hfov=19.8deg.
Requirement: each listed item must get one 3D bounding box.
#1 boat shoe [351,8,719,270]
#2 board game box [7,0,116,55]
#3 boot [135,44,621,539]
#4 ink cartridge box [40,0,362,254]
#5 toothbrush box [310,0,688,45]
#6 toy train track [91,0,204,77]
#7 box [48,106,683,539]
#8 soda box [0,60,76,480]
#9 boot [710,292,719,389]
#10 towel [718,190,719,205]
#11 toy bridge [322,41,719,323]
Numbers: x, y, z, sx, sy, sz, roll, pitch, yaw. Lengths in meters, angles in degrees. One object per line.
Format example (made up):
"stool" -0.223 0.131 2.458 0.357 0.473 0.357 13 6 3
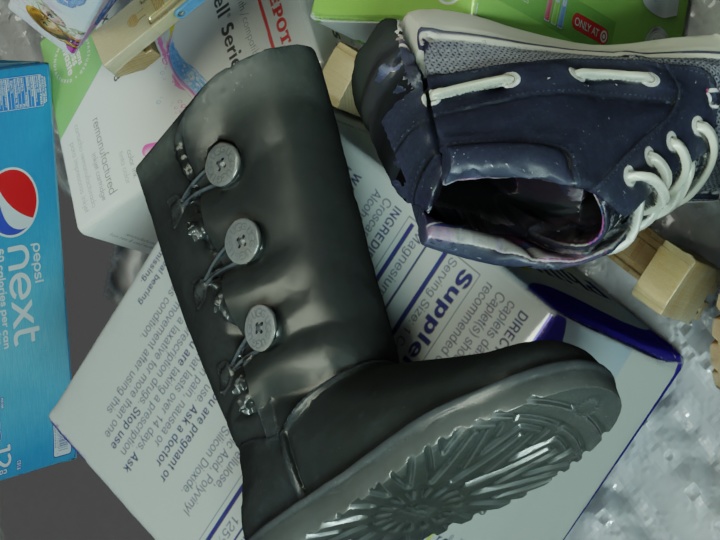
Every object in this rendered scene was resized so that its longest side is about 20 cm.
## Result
"boat shoe" 0.098 -0.037 0.752 0.093 0.199 0.075 -105 24 -47
"board game box" -0.069 -0.204 0.897 0.200 0.041 0.200 -55 7 -17
"boot" -0.001 0.000 0.777 0.164 0.066 0.201 -31 55 25
"ink cartridge box" -0.053 -0.105 0.974 0.200 0.067 0.118 -32 59 28
"toothbrush box" 0.073 -0.175 0.842 0.086 0.145 0.201 7 83 40
"toy train track" -0.033 -0.151 0.910 0.200 0.033 0.115 -37 50 13
"box" -0.003 0.050 0.866 0.200 0.105 0.184 42 103 39
"soda box" -0.190 -0.001 1.014 0.068 0.064 0.201 7 103 41
"boot" 0.209 -0.019 0.740 0.107 0.075 0.200 41 103 33
"towel" 0.205 -0.007 0.628 0.199 0.035 0.193 -19 31 19
"toy bridge" 0.067 -0.038 0.857 0.200 0.067 0.027 35 100 31
